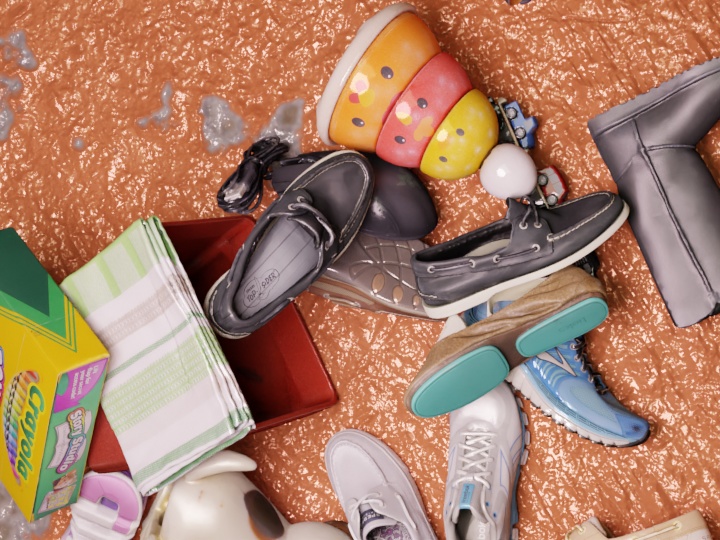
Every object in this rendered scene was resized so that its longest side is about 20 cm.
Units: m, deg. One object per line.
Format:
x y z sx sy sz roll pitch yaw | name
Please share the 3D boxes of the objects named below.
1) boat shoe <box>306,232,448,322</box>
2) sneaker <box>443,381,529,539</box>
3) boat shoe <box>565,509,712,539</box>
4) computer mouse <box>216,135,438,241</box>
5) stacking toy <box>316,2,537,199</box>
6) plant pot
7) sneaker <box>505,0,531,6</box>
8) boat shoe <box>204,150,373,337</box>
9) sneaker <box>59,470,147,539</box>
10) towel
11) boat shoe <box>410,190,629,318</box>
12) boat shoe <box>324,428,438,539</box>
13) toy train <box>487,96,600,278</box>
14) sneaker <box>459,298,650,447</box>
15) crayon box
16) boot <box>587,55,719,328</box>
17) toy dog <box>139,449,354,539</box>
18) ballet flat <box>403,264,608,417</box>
0.000 0.000 1.478 0.199 0.072 0.076 22 64 9 | boat shoe
0.108 0.187 1.432 0.074 0.087 0.202 -2 87 18 | sneaker
0.213 0.251 1.411 0.198 0.074 0.070 -11 76 13 | boat shoe
-0.023 -0.081 1.461 0.199 0.139 0.053 15 121 8 | computer mouse
0.074 -0.132 1.421 0.199 0.146 0.147 33 98 12 | stacking toy
-0.172 0.081 1.472 0.176 0.200 0.201 -30 80 27 | plant pot
0.097 -0.285 1.450 0.199 0.078 0.113 -22 82 15 | sneaker
-0.055 -0.025 1.366 0.199 0.066 0.075 -44 96 -11 | boat shoe
-0.250 0.253 1.544 0.080 0.089 0.201 24 118 -3 | sneaker
-0.182 0.074 1.350 0.149 0.031 0.201 -34 78 33 | towel
0.133 -0.030 1.390 0.198 0.075 0.066 -24 112 14 | boat shoe
0.021 0.232 1.458 0.072 0.068 0.201 -30 72 14 | boat shoe
0.166 -0.071 1.447 0.046 0.034 0.201 -26 82 11 | toy train
0.179 0.081 1.418 0.200 0.078 0.090 39 96 14 | sneaker
-0.303 0.094 1.427 0.173 0.058 0.201 48 139 30 | crayon box
0.306 -0.069 1.388 0.164 0.066 0.201 -26 79 22 | boot
-0.094 0.253 1.462 0.199 0.140 0.195 25 112 -9 | toy dog
0.118 0.054 1.385 0.199 0.068 0.073 -32 47 3 | ballet flat
